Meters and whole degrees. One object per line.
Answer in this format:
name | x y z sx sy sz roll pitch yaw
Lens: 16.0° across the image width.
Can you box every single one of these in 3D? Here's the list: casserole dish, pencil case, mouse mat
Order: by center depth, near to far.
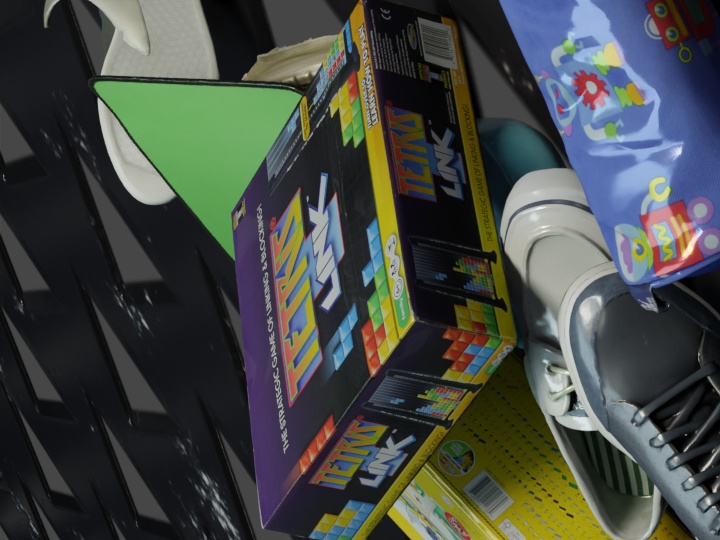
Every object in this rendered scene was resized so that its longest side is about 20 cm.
pencil case | 0.099 -0.088 0.999 0.087 0.078 0.200 -25 93 50
casserole dish | 0.066 -0.023 1.268 0.121 0.039 0.200 64 163 -9
mouse mat | -0.045 -0.042 1.404 0.161 0.008 0.200 6 146 38

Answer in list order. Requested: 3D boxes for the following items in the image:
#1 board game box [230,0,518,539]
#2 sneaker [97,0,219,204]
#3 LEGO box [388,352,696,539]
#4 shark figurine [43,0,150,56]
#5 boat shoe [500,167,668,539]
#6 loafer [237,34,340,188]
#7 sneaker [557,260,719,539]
board game box | 0.000 0.000 1.201 0.165 0.057 0.200 -55 32 41
sneaker | -0.120 -0.123 1.523 0.099 0.071 0.200 96 169 -71
LEGO box | 0.082 0.125 1.315 0.200 0.077 0.149 46 165 14
shark figurine | -0.085 -0.193 1.327 0.089 0.214 0.128 17 114 11
boat shoe | 0.113 0.044 1.158 0.067 0.073 0.200 -76 -32 -43
loafer | -0.033 -0.091 1.389 0.076 0.068 0.200 35 153 -17
sneaker | 0.166 0.087 1.066 0.202 0.077 0.146 55 176 -12
